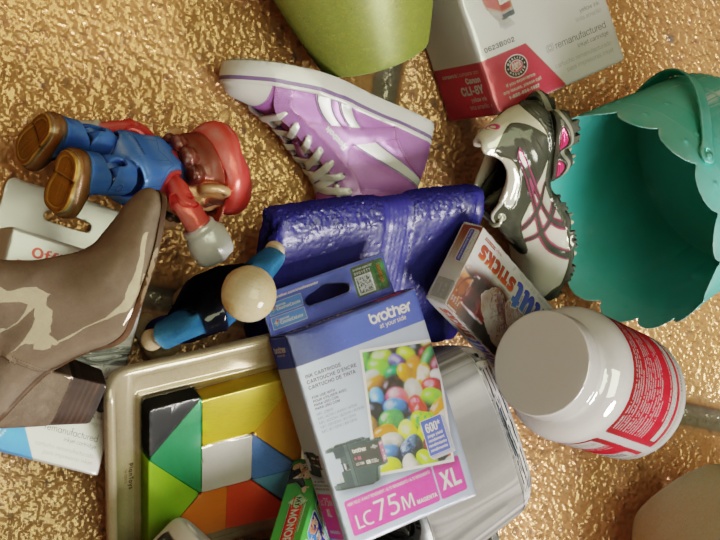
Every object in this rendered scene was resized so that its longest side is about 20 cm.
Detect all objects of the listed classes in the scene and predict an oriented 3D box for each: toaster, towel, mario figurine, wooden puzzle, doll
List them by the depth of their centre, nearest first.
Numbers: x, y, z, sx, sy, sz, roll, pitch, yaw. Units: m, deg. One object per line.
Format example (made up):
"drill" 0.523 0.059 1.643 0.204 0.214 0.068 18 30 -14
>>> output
"doll" -0.108 0.023 1.295 0.136 0.200 0.049 -36 95 -22
"mario figurine" -0.167 -0.059 1.323 0.199 0.105 0.125 5 75 -47
"wooden puzzle" -0.106 0.140 1.346 0.198 0.037 0.187 -15 125 -29
"towel" 0.000 0.000 1.415 0.198 0.050 0.149 -8 123 -30
"toaster" 0.053 0.146 1.433 0.128 0.113 0.202 -25 99 -29

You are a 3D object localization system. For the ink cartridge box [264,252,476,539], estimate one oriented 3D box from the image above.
"ink cartridge box" 0.006 0.097 1.328 0.118 0.042 0.202 -18 91 -26

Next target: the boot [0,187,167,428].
"boot" -0.233 0.019 1.216 0.145 0.070 0.202 18 94 -23

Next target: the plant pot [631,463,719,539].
"plant pot" 0.317 0.253 1.544 0.198 0.201 0.135 -18 62 -26

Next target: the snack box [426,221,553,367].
"snack box" 0.120 0.038 1.466 0.200 0.024 0.072 44 68 -50

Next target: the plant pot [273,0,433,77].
"plant pot" -0.013 -0.263 1.372 0.186 0.187 0.202 -27 115 -25

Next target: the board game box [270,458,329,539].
"board game box" -0.023 0.267 1.361 0.135 0.029 0.202 -75 150 -53

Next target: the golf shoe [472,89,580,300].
"golf shoe" 0.132 -0.054 1.468 0.087 0.077 0.202 -23 129 -23

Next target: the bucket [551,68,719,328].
"bucket" 0.262 -0.066 1.494 0.134 0.206 0.209 -28 102 -35

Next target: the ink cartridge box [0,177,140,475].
"ink cartridge box" -0.232 0.040 1.306 0.115 0.068 0.202 17 82 -25

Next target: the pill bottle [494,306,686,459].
"pill bottle" 0.190 0.093 1.457 0.199 0.111 0.114 22 78 -58

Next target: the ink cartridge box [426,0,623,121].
"ink cartridge box" 0.120 -0.247 1.481 0.144 0.083 0.202 -25 101 -25

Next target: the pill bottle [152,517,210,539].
"pill bottle" -0.168 0.293 1.301 0.200 0.114 0.114 -45 109 -5

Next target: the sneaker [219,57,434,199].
"sneaker" -0.034 -0.096 1.410 0.199 0.072 0.116 20 84 -26
